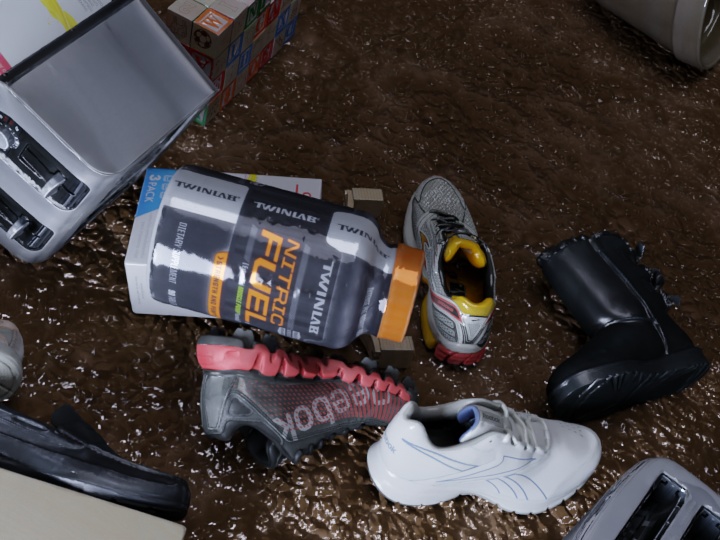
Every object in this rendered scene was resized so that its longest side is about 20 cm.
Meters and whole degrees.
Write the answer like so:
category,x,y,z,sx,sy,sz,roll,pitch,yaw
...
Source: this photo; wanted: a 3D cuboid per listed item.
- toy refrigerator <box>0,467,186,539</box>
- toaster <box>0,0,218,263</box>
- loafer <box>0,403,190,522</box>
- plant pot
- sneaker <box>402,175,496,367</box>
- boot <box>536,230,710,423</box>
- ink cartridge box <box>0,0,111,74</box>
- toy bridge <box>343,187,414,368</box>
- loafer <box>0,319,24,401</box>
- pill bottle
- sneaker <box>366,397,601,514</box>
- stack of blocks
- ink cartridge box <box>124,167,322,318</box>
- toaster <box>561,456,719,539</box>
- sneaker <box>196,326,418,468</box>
category,x,y,z,sx,sy,sz,roll,pitch,yaw
toy refrigerator,-0.224,0.190,0.677,0.197,0.071,0.076,18,40,-3
toaster,-0.233,-0.121,0.852,0.119,0.180,0.201,47,47,-10
loafer,-0.214,0.130,0.728,0.197,0.068,0.071,15,58,1
plant pot,0.394,-0.377,1.296,0.172,0.203,0.200,24,45,28
sneaker,0.091,-0.014,0.940,0.076,0.083,0.202,2,49,-15
boot,0.215,0.044,0.934,0.196,0.074,0.164,-8,55,-32
ink cartridge box,-0.317,-0.204,0.915,0.084,0.144,0.200,51,52,-15
toy bridge,0.000,0.000,0.936,0.066,0.027,0.202,1,50,-14
loafer,-0.353,0.060,0.757,0.196,0.073,0.063,7,32,-18
pill bottle,-0.052,-0.005,0.767,0.196,0.107,0.107,14,47,1
sneaker,0.107,0.142,0.807,0.196,0.088,0.075,1,48,-18
stack of blocks,-0.129,-0.258,1.060,0.058,0.116,0.201,27,47,7
ink cartridge box,-0.093,-0.021,0.880,0.196,0.068,0.116,4,49,-3
toaster,0.195,0.225,0.733,0.113,0.130,0.199,39,50,17
sneaker,-0.042,0.108,0.801,0.198,0.070,0.100,14,80,-31
